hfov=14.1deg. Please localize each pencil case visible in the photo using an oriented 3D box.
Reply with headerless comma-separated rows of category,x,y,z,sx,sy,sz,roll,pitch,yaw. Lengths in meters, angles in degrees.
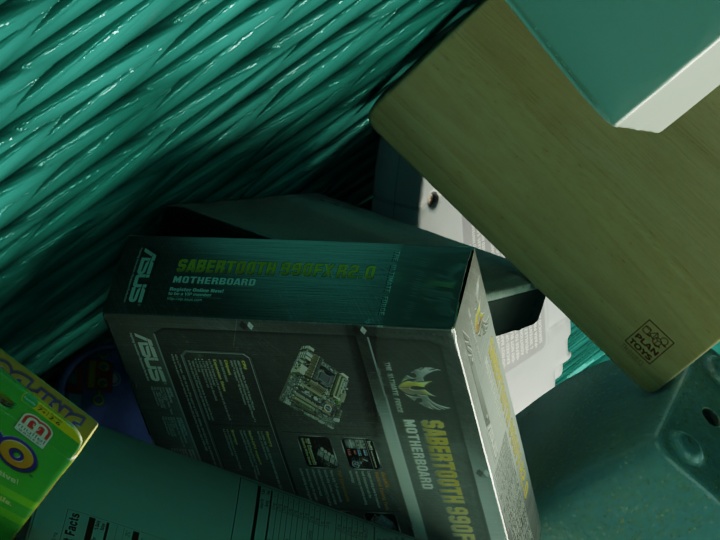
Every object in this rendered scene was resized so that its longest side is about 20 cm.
pencil case,-0.138,0.105,1.544,0.087,0.078,0.200,-5,159,-19

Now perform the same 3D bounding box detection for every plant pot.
plant pot,0.142,0.155,1.478,0.200,0.196,0.196,-47,-177,32

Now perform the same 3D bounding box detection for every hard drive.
hard drive,0.000,0.000,1.392,0.200,0.139,0.033,-11,120,-72

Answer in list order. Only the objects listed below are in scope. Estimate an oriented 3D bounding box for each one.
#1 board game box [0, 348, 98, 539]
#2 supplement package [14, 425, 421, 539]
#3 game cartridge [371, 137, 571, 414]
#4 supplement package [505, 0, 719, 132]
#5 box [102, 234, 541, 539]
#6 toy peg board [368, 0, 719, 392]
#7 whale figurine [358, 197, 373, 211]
board game box,-0.175,0.075,1.187,0.030,0.096,0.200,-55,-177,-34
supplement package,-0.076,0.203,1.276,0.147,0.200,0.191,-83,-164,-63
game cartridge,0.059,-0.006,1.558,0.133,0.041,0.200,-33,129,-44
supplement package,0.155,-0.164,1.222,0.200,0.117,0.117,-40,172,12
box,-0.013,0.068,1.295,0.200,0.158,0.048,73,24,-46
toy peg board,0.149,-0.083,1.412,0.199,0.200,0.098,-42,-173,31
whale figurine,0.013,-0.002,1.622,0.200,0.104,0.159,-60,154,-5
